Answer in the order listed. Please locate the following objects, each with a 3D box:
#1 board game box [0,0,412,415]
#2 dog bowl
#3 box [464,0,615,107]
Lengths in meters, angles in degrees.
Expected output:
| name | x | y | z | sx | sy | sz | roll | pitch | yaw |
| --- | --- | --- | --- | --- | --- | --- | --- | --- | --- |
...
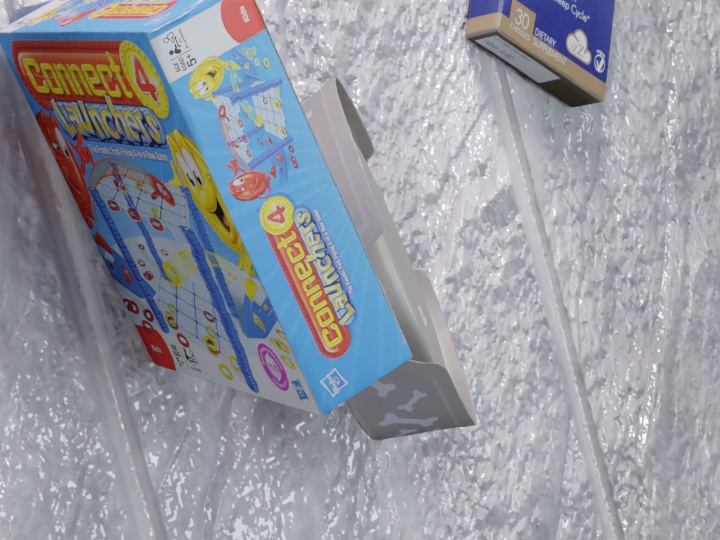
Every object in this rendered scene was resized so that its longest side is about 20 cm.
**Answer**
| name | x | y | z | sx | sy | sz | roll | pitch | yaw |
| --- | --- | --- | --- | --- | --- | --- | --- | --- | --- |
| board game box | -0.080 | -0.040 | 1.122 | 0.056 | 0.200 | 0.197 | -32 | 108 | -22 |
| dog bowl | 0.000 | 0.000 | 1.249 | 0.200 | 0.058 | 0.202 | -22 | 90 | -85 |
| box | 0.126 | -0.224 | 1.530 | 0.121 | 0.032 | 0.202 | 26 | 63 | -44 |
